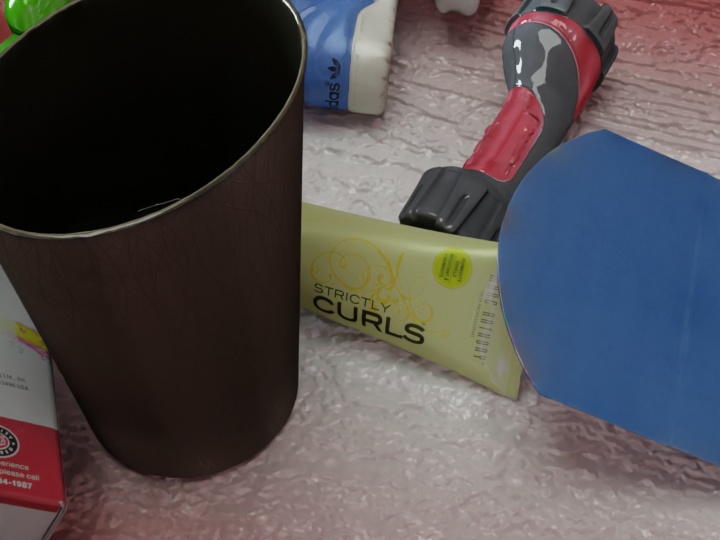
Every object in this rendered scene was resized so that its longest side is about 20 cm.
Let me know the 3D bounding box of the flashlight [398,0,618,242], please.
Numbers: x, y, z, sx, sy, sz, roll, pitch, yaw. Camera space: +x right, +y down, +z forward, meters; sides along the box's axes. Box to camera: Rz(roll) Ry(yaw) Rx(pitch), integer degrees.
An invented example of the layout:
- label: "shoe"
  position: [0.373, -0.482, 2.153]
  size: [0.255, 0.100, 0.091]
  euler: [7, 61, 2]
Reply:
- label: "flashlight"
  position: [0.082, -0.080, 0.859]
  size: [0.067, 0.068, 0.201]
  euler: [19, 51, 22]

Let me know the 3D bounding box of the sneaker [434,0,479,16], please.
- label: "sneaker"
  position: [0.068, -0.230, 1.003]
  size: [0.073, 0.088, 0.200]
  euler: [5, 29, 15]

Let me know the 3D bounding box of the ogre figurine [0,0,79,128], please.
- label: "ogre figurine"
  position: [-0.215, -0.104, 0.731]
  size: [0.198, 0.098, 0.121]
  euler: [-16, 76, -28]

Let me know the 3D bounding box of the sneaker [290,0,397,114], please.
- label: "sneaker"
  position: [-0.028, -0.184, 0.966]
  size: [0.109, 0.077, 0.202]
  euler: [7, 54, 2]

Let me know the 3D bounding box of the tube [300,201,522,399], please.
- label: "tube"
  position: [0.000, 0.000, 0.801]
  size: [0.198, 0.058, 0.052]
  euler: [18, 55, 24]

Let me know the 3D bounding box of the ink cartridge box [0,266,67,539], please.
- label: "ink cartridge box"
  position: [-0.227, 0.046, 0.731]
  size: [0.144, 0.083, 0.201]
  euler: [16, 37, -29]

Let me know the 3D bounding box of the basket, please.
- label: "basket"
  position: [-0.092, -0.006, 0.719]
  size: [0.135, 0.202, 0.181]
  euler: [22, 51, 23]

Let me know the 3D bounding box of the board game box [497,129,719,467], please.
- label: "board game box"
  position: [0.152, 0.023, 0.753]
  size: [0.198, 0.039, 0.160]
  euler: [22, 57, -9]

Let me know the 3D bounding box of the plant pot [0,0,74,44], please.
- label: "plant pot"
  position: [-0.171, -0.116, 0.858]
  size: [0.176, 0.202, 0.201]
  euler: [27, 55, 18]
